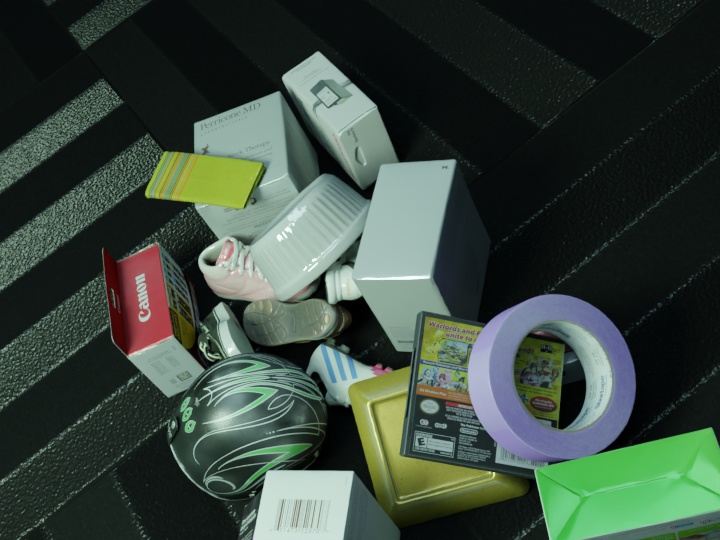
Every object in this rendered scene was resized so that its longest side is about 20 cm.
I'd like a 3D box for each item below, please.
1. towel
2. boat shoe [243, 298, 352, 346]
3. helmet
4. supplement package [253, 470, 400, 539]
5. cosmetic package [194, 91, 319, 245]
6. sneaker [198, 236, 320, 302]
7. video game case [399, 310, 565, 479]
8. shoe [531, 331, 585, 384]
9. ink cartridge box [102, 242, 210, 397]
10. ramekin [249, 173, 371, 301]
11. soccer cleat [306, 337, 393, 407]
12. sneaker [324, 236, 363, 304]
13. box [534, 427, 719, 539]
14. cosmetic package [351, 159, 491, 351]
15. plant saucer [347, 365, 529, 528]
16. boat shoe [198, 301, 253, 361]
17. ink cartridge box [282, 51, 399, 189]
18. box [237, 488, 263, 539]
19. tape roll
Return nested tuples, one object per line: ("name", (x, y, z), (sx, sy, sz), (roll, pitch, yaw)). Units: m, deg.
("towel", (-0.246, -0.141, 1.532), (0.199, 0.018, 0.086), (9, 67, 29))
("boat shoe", (-0.098, 0.080, 1.488), (0.199, 0.072, 0.076), (0, 86, 40))
("helmet", (-0.148, 0.208, 1.350), (0.190, 0.200, 0.200), (-36, 48, 18))
("supplement package", (-0.037, 0.337, 1.187), (0.116, 0.200, 0.118), (-5, 54, 19))
("cosmetic package", (-0.168, -0.151, 1.620), (0.167, 0.166, 0.201), (-19, 50, 12))
("sneaker", (-0.169, -0.001, 1.554), (0.199, 0.105, 0.076), (2, 55, 23))
("video game case", (0.156, 0.158, 1.221), (0.199, 0.026, 0.181), (12, 73, -12))
("shoe", (0.229, 0.114, 1.324), (0.199, 0.072, 0.091), (-16, 50, 6))
("ink cartridge box", (-0.319, 0.065, 1.523), (0.084, 0.176, 0.200), (-24, 51, 6))
("ramekin", (-0.077, -0.057, 1.445), (0.202, 0.094, 0.202), (-42, 9, 8))
("soccer cleat", (0.002, 0.169, 1.387), (0.200, 0.070, 0.087), (23, 77, 40))
("sneaker", (0.000, 0.000, 1.467), (0.080, 0.074, 0.200), (-3, 21, 9))
("box", (0.316, 0.279, 1.093), (0.199, 0.177, 0.097), (-16, 52, 12))
("cosmetic package", (0.092, -0.017, 1.389), (0.122, 0.200, 0.200), (0, 56, 23))
("plant saucer", (0.095, 0.218, 1.259), (0.199, 0.048, 0.201), (-18, 80, 11))
("boat shoe", (-0.210, 0.109, 1.482), (0.064, 0.071, 0.200), (-37, 18, -3))
("ink cartridge box", (-0.033, -0.254, 1.650), (0.084, 0.146, 0.200), (-35, 50, -6))
("box", (-0.134, 0.381, 1.248), (0.036, 0.143, 0.201), (17, 57, -15))
("tape roll", (0.236, 0.133, 1.200), (0.199, 0.066, 0.201), (4, 76, -16))
